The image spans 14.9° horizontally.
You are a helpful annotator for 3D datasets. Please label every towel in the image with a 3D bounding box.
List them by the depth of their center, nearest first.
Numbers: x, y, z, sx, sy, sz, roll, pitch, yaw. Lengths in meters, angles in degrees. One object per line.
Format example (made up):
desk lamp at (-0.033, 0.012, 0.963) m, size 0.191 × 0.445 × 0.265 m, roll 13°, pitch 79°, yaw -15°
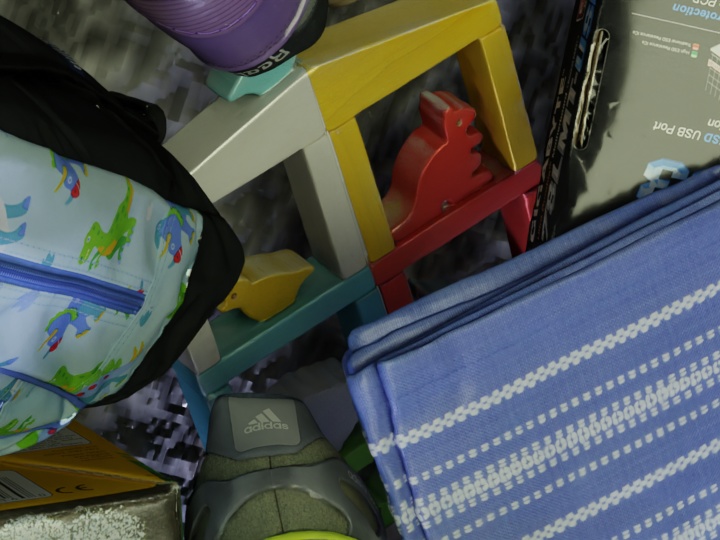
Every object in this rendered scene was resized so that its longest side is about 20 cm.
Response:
towel at (0.080, 0.081, 0.771) m, size 0.145 × 0.024 × 0.200 m, roll -25°, pitch 112°, yaw -21°

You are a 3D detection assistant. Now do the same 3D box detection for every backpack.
backpack at (-0.135, -0.021, 0.676) m, size 0.163 × 0.200 × 0.154 m, roll 33°, pitch 81°, yaw 11°

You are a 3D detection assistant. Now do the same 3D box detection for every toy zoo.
toy zoo at (0.000, 0.000, 0.838) m, size 0.131 × 0.020 × 0.200 m, roll -32°, pitch 131°, yaw -18°

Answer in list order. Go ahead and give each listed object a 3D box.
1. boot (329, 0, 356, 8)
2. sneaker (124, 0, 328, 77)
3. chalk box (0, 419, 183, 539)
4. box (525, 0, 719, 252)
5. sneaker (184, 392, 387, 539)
boot at (0.007, -0.198, 0.825) m, size 0.166 × 0.072 × 0.200 m, roll 43°, pitch 81°, yaw -14°
sneaker at (-0.028, -0.151, 0.768) m, size 0.088 × 0.076 × 0.201 m, roll 42°, pitch 57°, yaw -55°
chalk box at (-0.124, 0.149, 0.784) m, size 0.124 × 0.124 × 0.201 m, roll -7°, pitch 104°, yaw -26°
box at (0.165, -0.076, 0.808) m, size 0.199 × 0.050 × 0.199 m, roll 11°, pitch 91°, yaw -6°
sneaker at (-0.016, 0.097, 0.809) m, size 0.074 × 0.200 × 0.081 m, roll -8°, pitch 67°, yaw -7°
